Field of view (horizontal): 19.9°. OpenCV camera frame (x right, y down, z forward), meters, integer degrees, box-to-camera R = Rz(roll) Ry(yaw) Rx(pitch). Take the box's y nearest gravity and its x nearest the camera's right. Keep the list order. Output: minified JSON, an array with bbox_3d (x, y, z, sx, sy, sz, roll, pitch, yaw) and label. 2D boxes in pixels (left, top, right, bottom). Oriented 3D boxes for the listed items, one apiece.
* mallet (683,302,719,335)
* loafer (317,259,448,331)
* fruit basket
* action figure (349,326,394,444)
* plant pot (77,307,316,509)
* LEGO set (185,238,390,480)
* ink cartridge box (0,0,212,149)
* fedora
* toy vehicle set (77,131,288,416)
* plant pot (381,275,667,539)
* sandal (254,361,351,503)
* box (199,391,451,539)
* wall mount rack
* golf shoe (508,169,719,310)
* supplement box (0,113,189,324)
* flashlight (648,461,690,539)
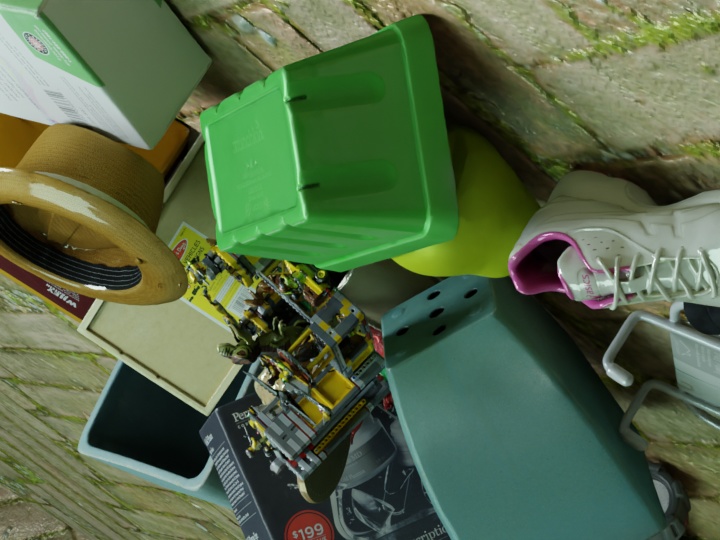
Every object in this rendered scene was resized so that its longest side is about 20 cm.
[{"bbox_3d":[0.284,0.060,1.279,0.200,0.041,0.066,37,160,-23],"label":"mallet"},{"bbox_3d":[0.000,0.000,1.497,0.200,0.068,0.076,37,122,-9],"label":"loafer"},{"bbox_3d":[0.022,-0.066,1.283,0.214,0.157,0.216,-9,177,0],"label":"fruit basket"},{"bbox_3d":[0.053,0.100,1.581,0.199,0.099,0.065,26,-164,-19],"label":"action figure"},{"bbox_3d":[-0.092,0.129,1.843,0.200,0.197,0.195,34,164,-38],"label":"plant pot"},{"bbox_3d":[-0.065,0.062,1.444,0.154,0.116,0.200,43,169,12],"label":"LEGO set"},{"bbox_3d":[-0.225,-0.174,1.437,0.199,0.088,0.145,13,153,42],"label":"ink cartridge box"},{"bbox_3d":[-0.197,-0.048,1.458,0.199,0.082,0.201,20,160,8],"label":"fedora"},{"bbox_3d":[-0.116,0.001,1.571,0.124,0.200,0.027,34,-157,-3],"label":"toy vehicle set"},{"bbox_3d":[0.101,0.106,1.465,0.201,0.141,0.141,56,-168,-21],"label":"plant pot"},{"bbox_3d":[-0.046,0.084,1.580,0.069,0.213,0.078,-3,147,24],"label":"sandal"},{"bbox_3d":[-0.001,0.165,1.646,0.183,0.199,0.104,65,163,9],"label":"box"},{"bbox_3d":[0.252,0.103,1.372,0.173,0.075,0.200,25,161,23],"label":"wall mount rack"},{"bbox_3d":[0.172,-0.003,1.195,0.199,0.091,0.076,10,130,47],"label":"golf shoe"},{"bbox_3d":[-0.257,-0.077,1.658,0.197,0.133,0.200,32,161,4],"label":"supplement box"},{"bbox_3d":[0.254,0.225,1.704,0.200,0.068,0.068,55,-164,-56],"label":"flashlight"}]
